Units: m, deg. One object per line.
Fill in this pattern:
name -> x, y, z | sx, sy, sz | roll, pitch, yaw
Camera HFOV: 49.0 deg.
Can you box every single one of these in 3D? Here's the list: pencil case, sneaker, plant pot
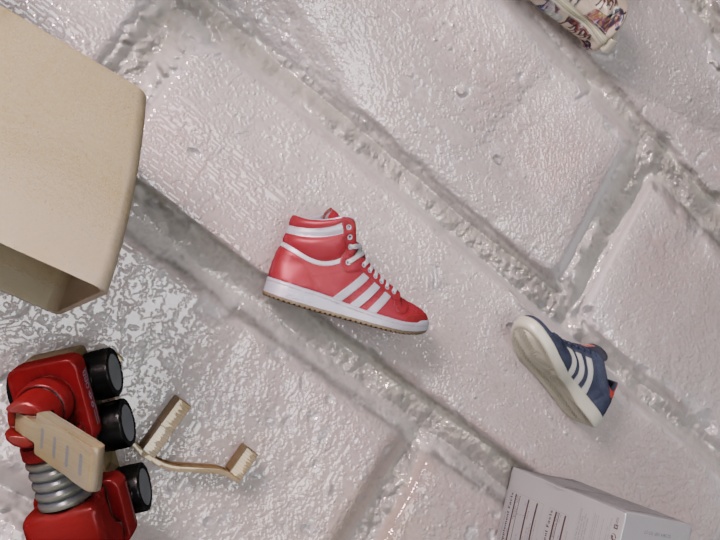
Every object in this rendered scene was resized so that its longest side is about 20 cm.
pencil case -> 0.245, -0.351, 0.976 | 0.199, 0.078, 0.090 | 28, 59, -26
sneaker -> 0.266, 0.111, 1.014 | 0.085, 0.075, 0.200 | -48, 121, -16
sneaker -> 0.000, 0.000, 0.871 | 0.199, 0.071, 0.113 | 17, 88, -25
plant pot -> -0.289, -0.091, 0.660 | 0.199, 0.199, 0.178 | 30, 68, -25

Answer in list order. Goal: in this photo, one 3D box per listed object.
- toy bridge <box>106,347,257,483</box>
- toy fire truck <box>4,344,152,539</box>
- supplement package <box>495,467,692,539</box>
toy bridge -> -0.199, 0.159, 0.799 | 0.200, 0.027, 0.067 | 41, 76, -21
toy fire truck -> -0.241, 0.166, 0.662 | 0.128, 0.200, 0.177 | -11, 98, -1
supplement package -> 0.273, 0.322, 0.952 | 0.113, 0.200, 0.110 | 17, 84, -26
